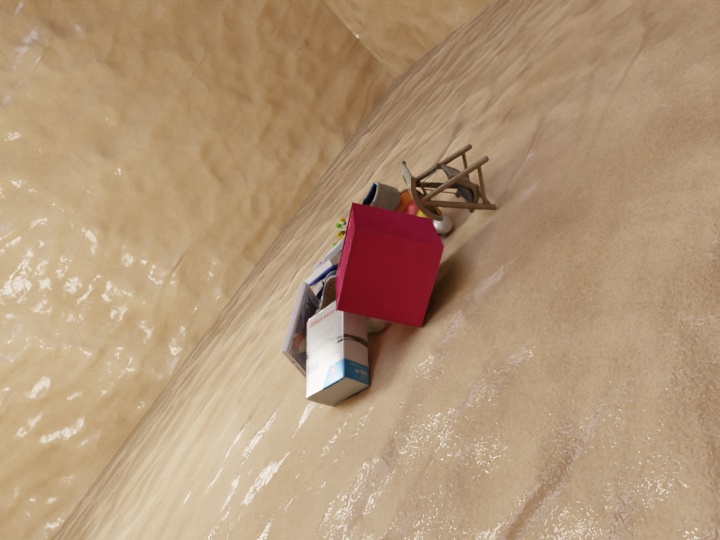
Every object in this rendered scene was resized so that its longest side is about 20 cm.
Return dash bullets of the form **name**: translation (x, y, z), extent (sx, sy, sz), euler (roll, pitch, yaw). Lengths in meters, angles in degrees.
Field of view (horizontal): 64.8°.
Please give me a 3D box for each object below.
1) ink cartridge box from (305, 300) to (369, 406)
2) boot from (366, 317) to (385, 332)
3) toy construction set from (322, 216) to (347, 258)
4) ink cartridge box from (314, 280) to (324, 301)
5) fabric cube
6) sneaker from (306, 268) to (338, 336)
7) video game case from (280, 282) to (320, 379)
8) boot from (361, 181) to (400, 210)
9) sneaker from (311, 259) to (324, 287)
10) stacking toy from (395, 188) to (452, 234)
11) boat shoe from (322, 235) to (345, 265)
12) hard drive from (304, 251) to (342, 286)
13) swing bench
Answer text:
- **ink cartridge box**: translation (-0.056, 0.192, 1.328), extent (0.146, 0.085, 0.203), euler (-35, 43, 38)
- **boot**: translation (-0.002, 0.107, 1.452), extent (0.198, 0.072, 0.092), euler (-15, 53, 50)
- **toy construction set**: translation (-0.072, -0.099, 2.067), extent (0.130, 0.092, 0.203), euler (16, 72, 44)
- **ink cartridge box**: translation (-0.087, 0.083, 1.668), extent (0.039, 0.099, 0.200), euler (-48, 9, 1)
- **fabric cube**: translation (0.056, -0.017, 1.283), extent (0.201, 0.195, 0.200), euler (-95, 17, -67)
- **sneaker**: translation (-0.082, 0.091, 1.481), extent (0.109, 0.069, 0.203), euler (-79, 10, -69)
- **video game case**: translation (-0.139, 0.166, 1.504), extent (0.022, 0.183, 0.203), euler (0, 56, 22)
- **boot**: translation (0.030, -0.138, 1.521), extent (0.073, 0.094, 0.204), euler (31, 103, 50)
- **sneaker**: translation (-0.103, -0.008, 1.972), extent (0.200, 0.081, 0.089), euler (-44, 16, 20)
- **stacking toy**: translation (0.178, -0.136, 1.528), extent (0.147, 0.146, 0.199), euler (-52, 36, -11)
- **boat shoe**: translation (-0.033, -0.074, 1.703), extent (0.199, 0.070, 0.066), euler (-42, 10, 26)
- **hard drive**: translation (-0.067, -0.018, 1.557), extent (0.131, 0.026, 0.200), euler (-31, -2, -30)
- **swing bench**: translation (0.210, -0.214, 1.407), extent (0.196, 0.132, 0.200), euler (-14, 22, 4)
